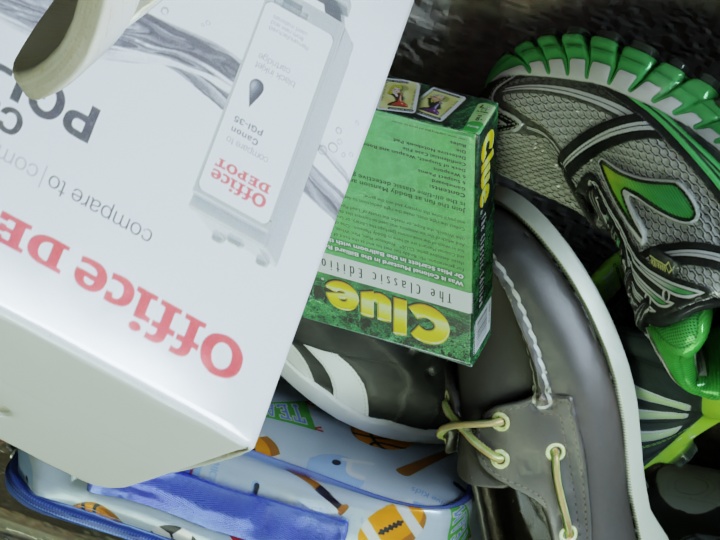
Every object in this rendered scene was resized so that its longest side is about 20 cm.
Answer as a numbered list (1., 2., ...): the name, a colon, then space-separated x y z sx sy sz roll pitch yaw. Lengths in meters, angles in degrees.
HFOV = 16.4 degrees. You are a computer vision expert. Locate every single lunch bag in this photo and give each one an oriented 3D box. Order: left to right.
1. lunch bag: -0.044 0.074 1.017 0.200 0.076 0.160 17 -160 8

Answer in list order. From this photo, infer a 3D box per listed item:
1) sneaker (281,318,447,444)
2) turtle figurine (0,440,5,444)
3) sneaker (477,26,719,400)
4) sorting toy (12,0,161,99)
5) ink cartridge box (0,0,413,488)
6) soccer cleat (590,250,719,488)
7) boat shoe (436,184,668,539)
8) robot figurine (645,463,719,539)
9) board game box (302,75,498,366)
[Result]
1. sneaker: 0.000 0.000 0.930 0.200 0.073 0.112 27 154 -15
2. turtle figurine: -0.130 0.082 1.209 0.200 0.064 0.161 -6 154 28
3. sneaker: 0.099 -0.014 0.771 0.200 0.085 0.078 30 175 46
4. sorting toy: -0.020 -0.126 0.533 0.107 0.180 0.200 33 157 6
5. ink cartridge box: -0.073 -0.059 0.703 0.146 0.200 0.083 30 154 -25
6. soccer cleat: 0.111 0.032 0.940 0.081 0.068 0.200 46 158 -1
7. boat shoe: 0.064 0.066 0.921 0.072 0.061 0.201 24 139 55
8. robot figurine: 0.173 0.152 1.053 0.200 0.125 0.150 10 -162 20
9. board game box: -0.050 -0.035 0.850 0.200 0.023 0.105 16 133 17
